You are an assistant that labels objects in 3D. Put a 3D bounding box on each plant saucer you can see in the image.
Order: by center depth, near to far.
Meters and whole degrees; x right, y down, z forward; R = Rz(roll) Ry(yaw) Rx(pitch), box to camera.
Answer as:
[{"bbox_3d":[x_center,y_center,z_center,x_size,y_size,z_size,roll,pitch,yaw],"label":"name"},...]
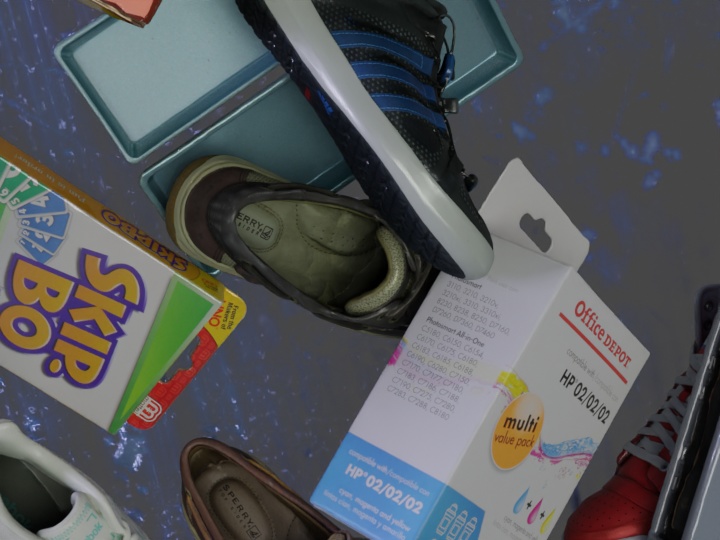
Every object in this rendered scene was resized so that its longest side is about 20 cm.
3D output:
[{"bbox_3d":[-0.052,-0.138,0.811,0.200,0.019,0.070,-35,108,-5],"label":"plant saucer"},{"bbox_3d":[-0.014,-0.079,0.818,0.200,0.019,0.070,-36,122,-7],"label":"plant saucer"}]

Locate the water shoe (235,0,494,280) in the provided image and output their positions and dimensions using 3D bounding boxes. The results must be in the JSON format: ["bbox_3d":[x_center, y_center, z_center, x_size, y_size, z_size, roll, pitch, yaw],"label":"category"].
[{"bbox_3d":[0.018,-0.091,0.756,0.079,0.072,0.200,-35,91,-10],"label":"water shoe"}]

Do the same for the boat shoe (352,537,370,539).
[{"bbox_3d":[-0.044,0.230,0.853,0.200,0.074,0.073,-39,118,-6],"label":"boat shoe"}]

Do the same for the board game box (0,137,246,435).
[{"bbox_3d":[-0.160,0.001,0.793,0.200,0.030,0.096,34,109,-20],"label":"board game box"}]

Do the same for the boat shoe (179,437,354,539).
[{"bbox_3d":[-0.024,0.159,0.792,0.072,0.072,0.200,-35,66,-11],"label":"boat shoe"}]

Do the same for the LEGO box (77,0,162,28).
[{"bbox_3d":[-0.102,-0.190,0.692,0.077,0.200,0.149,27,93,-18],"label":"LEGO box"}]

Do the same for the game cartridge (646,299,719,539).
[{"bbox_3d":[0.227,0.092,0.851,0.133,0.042,0.200,12,97,-33],"label":"game cartridge"}]

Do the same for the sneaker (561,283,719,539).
[{"bbox_3d":[0.184,0.077,0.886,0.200,0.071,0.113,-26,110,-16],"label":"sneaker"}]

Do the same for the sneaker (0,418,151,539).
[{"bbox_3d":[-0.131,0.148,0.788,0.200,0.080,0.070,40,58,-6],"label":"sneaker"}]

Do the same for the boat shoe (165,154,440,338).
[{"bbox_3d":[0.000,-0.001,0.807,0.201,0.066,0.072,20,97,-32],"label":"boat shoe"}]

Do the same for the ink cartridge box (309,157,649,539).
[{"bbox_3d":[0.074,0.059,0.816,0.200,0.068,0.115,-60,143,-8],"label":"ink cartridge box"}]
